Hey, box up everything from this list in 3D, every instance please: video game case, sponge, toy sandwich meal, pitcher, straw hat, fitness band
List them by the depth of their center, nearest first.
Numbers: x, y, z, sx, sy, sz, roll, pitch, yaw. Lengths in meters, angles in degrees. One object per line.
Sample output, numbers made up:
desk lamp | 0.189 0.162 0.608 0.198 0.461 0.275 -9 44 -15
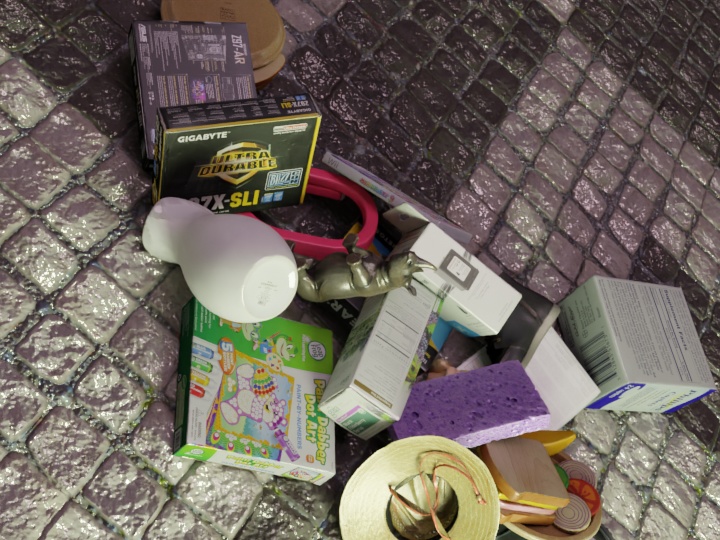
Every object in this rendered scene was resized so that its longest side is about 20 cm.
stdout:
straw hat | 0.077 0.284 1.342 0.201 0.201 0.085 46 12 -1
pitcher | -0.147 -0.012 1.349 0.171 0.122 0.200 10 14 -44
sponge | 0.131 0.178 1.412 0.199 0.030 0.112 -12 38 -13
toy sandwich meal | 0.229 0.264 1.423 0.204 0.070 0.206 16 34 -12
fitness band | -0.075 -0.078 1.496 0.199 0.038 0.144 11 48 -7
video game case | 0.053 -0.101 1.552 0.200 0.018 0.143 33 8 23
toy sandwich meal | -0.197 -0.344 1.608 0.204 0.070 0.206 12 53 -16

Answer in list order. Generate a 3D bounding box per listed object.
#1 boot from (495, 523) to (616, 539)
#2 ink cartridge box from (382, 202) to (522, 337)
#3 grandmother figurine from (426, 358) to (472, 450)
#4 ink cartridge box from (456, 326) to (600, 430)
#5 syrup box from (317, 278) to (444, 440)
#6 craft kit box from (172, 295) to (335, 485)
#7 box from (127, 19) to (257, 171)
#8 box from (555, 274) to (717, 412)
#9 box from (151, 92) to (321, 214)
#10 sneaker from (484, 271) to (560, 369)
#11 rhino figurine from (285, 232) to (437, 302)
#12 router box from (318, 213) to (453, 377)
boot | 0.238 0.364 1.444 0.199 0.066 0.165 -9 58 -43
ink cartridge box | 0.103 0.003 1.471 0.200 0.116 0.067 38 76 -8
grandmother figurine | 0.102 0.213 1.454 0.121 0.061 0.201 18 50 -9
ink cartridge box | 0.229 0.171 1.599 0.200 0.050 0.163 -34 83 -26
syrup box | 0.028 0.105 1.394 0.081 0.079 0.201 34 50 -13
craft kit box | -0.125 0.146 1.346 0.197 0.048 0.201 18 52 -29
box | -0.220 -0.235 1.479 0.159 0.044 0.201 -4 75 -22
box | 0.425 0.118 1.719 0.199 0.105 0.185 8 57 -31
box | -0.160 -0.141 1.394 0.199 0.160 0.050 -9 54 -22
sneaker | 0.191 0.097 1.554 0.106 0.075 0.200 35 56 5
rhino figurine | 0.000 0.000 1.372 0.088 0.199 0.060 65 29 -47
router box | 0.036 0.036 1.527 0.200 0.051 0.149 42 47 -6
